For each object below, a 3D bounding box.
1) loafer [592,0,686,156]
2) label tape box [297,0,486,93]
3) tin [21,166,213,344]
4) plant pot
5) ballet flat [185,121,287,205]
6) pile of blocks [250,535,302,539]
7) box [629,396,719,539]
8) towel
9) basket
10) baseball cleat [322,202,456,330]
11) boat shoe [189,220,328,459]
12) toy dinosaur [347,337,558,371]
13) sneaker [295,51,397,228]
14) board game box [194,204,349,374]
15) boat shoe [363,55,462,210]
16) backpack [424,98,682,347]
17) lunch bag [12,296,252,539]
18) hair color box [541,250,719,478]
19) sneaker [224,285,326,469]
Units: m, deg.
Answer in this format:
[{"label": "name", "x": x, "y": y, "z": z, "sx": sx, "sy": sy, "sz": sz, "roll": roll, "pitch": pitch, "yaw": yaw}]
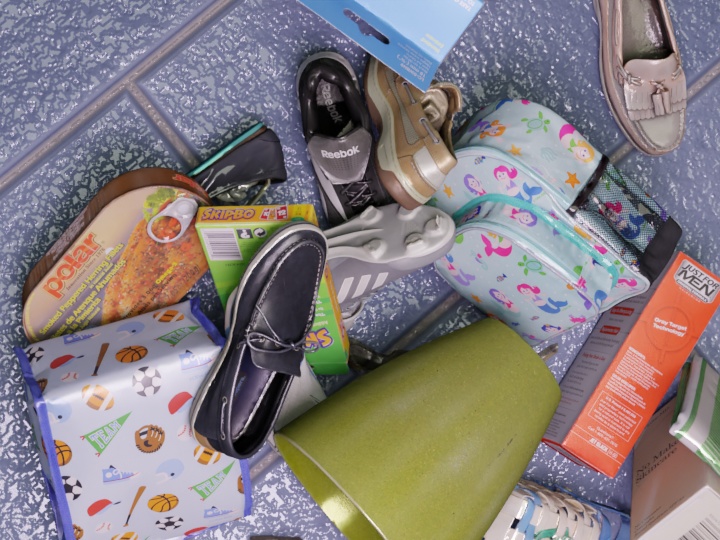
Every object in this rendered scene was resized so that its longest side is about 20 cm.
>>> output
[{"label": "loafer", "x": 0.252, "y": -0.201, "z": 1.596, "sx": 0.072, "sy": 0.063, "sz": 0.201, "roll": -15, "pitch": 94, "yaw": -12}, {"label": "label tape box", "x": 0.042, "y": -0.264, "z": 1.494, "sx": 0.144, "sy": 0.063, "sz": 0.200, "roll": 34, "pitch": 44, "yaw": -11}, {"label": "tin", "x": -0.201, "y": -0.003, "z": 1.472, "sx": 0.112, "sy": 0.042, "sz": 0.200, "roll": 28, "pitch": 115, "yaw": -37}, {"label": "plant pot", "x": 0.064, "y": 0.139, "z": 1.453, "sx": 0.200, "sy": 0.187, "sz": 0.187, "roll": -41, "pitch": 99, "yaw": -13}, {"label": "ballet flat", "x": -0.148, "y": -0.053, "z": 1.515, "sx": 0.200, "sy": 0.073, "sz": 0.073, "roll": -31, "pitch": 97, "yaw": -12}, {"label": "pile of blocks", "x": -0.025, "y": 0.310, "z": 1.551, "sx": 0.200, "sy": 0.062, "sz": 0.082, "roll": 41, "pitch": 83, "yaw": -9}, {"label": "box", "x": 0.292, "y": 0.186, "z": 1.537, "sx": 0.078, "sy": 0.200, "sz": 0.095, "roll": 42, "pitch": 112, "yaw": -10}, {"label": "towel", "x": 0.338, "y": 0.172, "z": 1.497, "sx": 0.200, "sy": 0.153, "sz": 0.023, "roll": 46, "pitch": 114, "yaw": -4}, {"label": "basket", "x": 0.148, "y": 0.271, "z": 1.557, "sx": 0.200, "sy": 0.139, "sz": 0.177, "roll": 29, "pitch": 85, "yaw": -45}, {"label": "baseball cleat", "x": 0.000, "y": 0.000, "z": 1.515, "sx": 0.199, "sy": 0.070, "sz": 0.107, "roll": -9, "pitch": 137, "yaw": 24}, {"label": "boat shoe", "x": -0.071, "y": 0.058, "z": 1.391, "sx": 0.074, "sy": 0.062, "sz": 0.201, "roll": 19, "pitch": 99, "yaw": -40}, {"label": "toy dinosaur", "x": 0.074, "y": 0.100, "z": 1.557, "sx": 0.199, "sy": 0.048, "sz": 0.088, "roll": 1, "pitch": 130, "yaw": 9}, {"label": "sneaker", "x": -0.012, "y": -0.091, "z": 1.524, "sx": 0.066, "sy": 0.091, "sz": 0.201, "roll": -17, "pitch": 94, "yaw": 4}, {"label": "board game box", "x": -0.069, "y": 0.020, "z": 1.478, "sx": 0.095, "sy": 0.200, "sz": 0.030, "roll": -1, "pitch": 47, "yaw": 11}, {"label": "boat shoe", "x": 0.054, "y": -0.133, "z": 1.494, "sx": 0.076, "sy": 0.200, "sz": 0.072, "roll": -34, "pitch": 128, "yaw": 22}, {"label": "backpack", "x": 0.147, "y": -0.042, "z": 1.516, "sx": 0.200, "sy": 0.177, "sz": 0.151, "roll": 46, "pitch": 61, "yaw": -7}, {"label": "lunch bag", "x": -0.185, "y": 0.143, "z": 1.481, "sx": 0.169, "sy": 0.124, "sz": 0.201, "roll": -16, "pitch": 119, "yaw": -12}, {"label": "hair color box", "x": 0.239, "y": 0.081, "z": 1.581, "sx": 0.061, "sy": 0.101, "sz": 0.200, "roll": 33, "pitch": 85, "yaw": -10}, {"label": "sneaker", "x": -0.075, "y": 0.087, "z": 1.494, "sx": 0.072, "sy": 0.072, "sz": 0.201, "roll": -36, "pitch": 130, "yaw": -20}]
